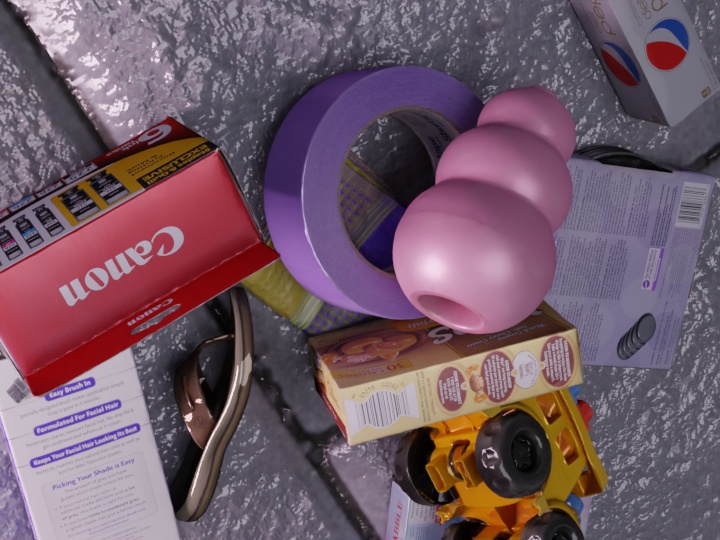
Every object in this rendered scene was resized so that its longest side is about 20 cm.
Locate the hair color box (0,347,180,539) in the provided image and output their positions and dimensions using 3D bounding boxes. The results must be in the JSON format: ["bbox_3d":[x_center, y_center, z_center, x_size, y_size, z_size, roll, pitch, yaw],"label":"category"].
[{"bbox_3d":[-0.221,0.135,1.038,0.109,0.065,0.200,-17,114,-18],"label":"hair color box"}]

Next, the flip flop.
[{"bbox_3d":[-0.129,0.109,1.072,0.058,0.081,0.200,17,104,-13],"label":"flip flop"}]

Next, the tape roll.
[{"bbox_3d":[0.025,-0.063,1.063,0.200,0.066,0.200,-4,97,-32],"label":"tape roll"}]

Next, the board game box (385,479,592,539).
[{"bbox_3d":[0.115,0.291,1.249,0.199,0.041,0.200,1,105,-24],"label":"board game box"}]

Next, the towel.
[{"bbox_3d":[0.000,0.000,1.119,0.200,0.023,0.144,40,87,-28],"label":"towel"}]

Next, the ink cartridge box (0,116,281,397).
[{"bbox_3d":[-0.180,-0.016,0.946,0.200,0.176,0.084,-32,116,-13],"label":"ink cartridge box"}]

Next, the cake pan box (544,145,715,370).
[{"bbox_3d":[0.220,-0.011,1.200,0.184,0.052,0.200,2,105,-27],"label":"cake pan box"}]

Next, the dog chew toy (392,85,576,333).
[{"bbox_3d":[0.105,-0.054,1.010,0.125,0.125,0.200,35,69,-29],"label":"dog chew toy"}]

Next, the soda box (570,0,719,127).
[{"bbox_3d":[0.231,-0.222,1.130,0.064,0.068,0.200,-39,117,-9],"label":"soda box"}]

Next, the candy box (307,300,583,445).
[{"bbox_3d":[0.067,0.074,1.082,0.200,0.115,0.055,-13,111,-11],"label":"candy box"}]

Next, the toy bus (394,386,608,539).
[{"bbox_3d":[0.149,0.175,1.162,0.192,0.136,0.200,-30,97,-41],"label":"toy bus"}]
